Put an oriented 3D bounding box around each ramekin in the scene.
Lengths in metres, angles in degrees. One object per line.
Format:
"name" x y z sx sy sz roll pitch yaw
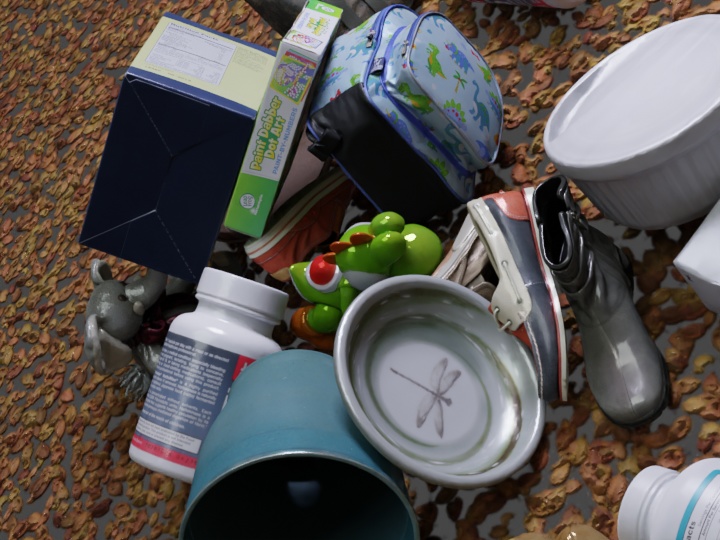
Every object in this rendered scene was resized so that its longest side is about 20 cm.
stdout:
"ramekin" 0.265 -0.122 1.116 0.202 0.094 0.203 -30 27 17

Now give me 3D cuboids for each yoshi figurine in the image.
"yoshi figurine" 0.013 0.008 1.254 0.112 0.113 0.200 -31 -6 -34

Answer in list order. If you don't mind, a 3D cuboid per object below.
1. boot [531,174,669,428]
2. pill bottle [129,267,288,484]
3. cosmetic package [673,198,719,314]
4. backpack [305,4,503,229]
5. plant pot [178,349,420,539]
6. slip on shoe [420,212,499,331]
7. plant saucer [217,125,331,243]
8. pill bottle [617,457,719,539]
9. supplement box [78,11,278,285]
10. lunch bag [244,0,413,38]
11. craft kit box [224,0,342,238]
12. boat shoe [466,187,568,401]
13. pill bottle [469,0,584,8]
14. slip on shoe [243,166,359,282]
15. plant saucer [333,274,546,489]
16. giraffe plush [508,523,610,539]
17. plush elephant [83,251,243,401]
"boot" 0.188 0.025 1.076 0.067 0.131 0.201 -27 46 22
"pill bottle" -0.143 0.106 1.276 0.119 0.119 0.201 14 84 45
"cosmetic package" 0.357 -0.046 1.024 0.200 0.081 0.113 -53 41 -3
"backpack" 0.054 -0.168 1.298 0.146 0.183 0.201 -29 33 30
"plant pot" -0.055 0.178 1.140 0.199 0.200 0.188 -34 28 16
"slip on shoe" 0.105 0.024 1.199 0.060 0.076 0.201 12 62 39
"plant saucer" -0.106 -0.111 1.505 0.199 0.034 0.201 -23 48 28
"pill bottle" 0.277 0.196 0.888 0.199 0.111 0.111 15 71 46
"supplement box" -0.186 -0.132 1.357 0.200 0.133 0.201 -82 12 -61
"lunch bag" -0.019 -0.351 1.511 0.117 0.164 0.201 18 73 52
"craft kit box" -0.077 -0.161 1.329 0.198 0.048 0.201 -70 0 -65
"boat shoe" 0.141 0.022 1.133 0.062 0.071 0.201 -10 69 1
"pill bottle" 0.155 -0.344 1.396 0.199 0.111 0.111 17 72 47
"slip on shoe" -0.045 -0.057 1.367 0.074 0.061 0.200 -23 18 47
"plant saucer" 0.062 0.100 1.112 0.050 0.199 0.201 128 152 -49
"giraffe plush" 0.097 0.282 0.972 0.162 0.172 0.202 7 99 54
"plush elephant" -0.223 0.048 1.393 0.199 0.155 0.165 -34 43 16
